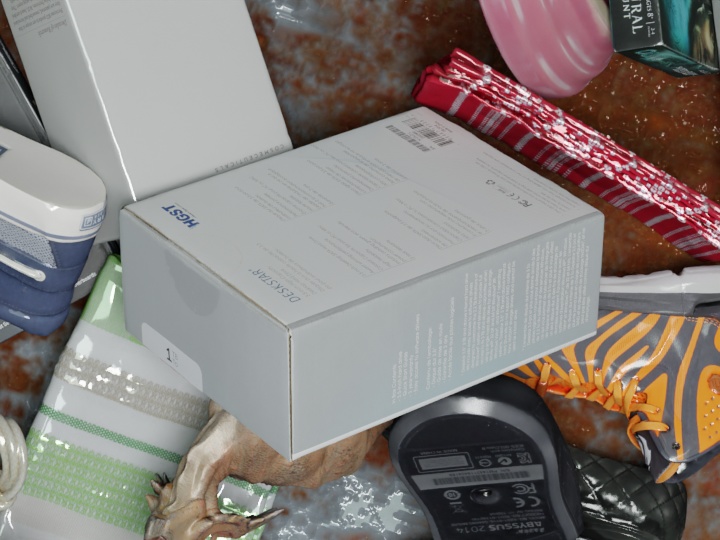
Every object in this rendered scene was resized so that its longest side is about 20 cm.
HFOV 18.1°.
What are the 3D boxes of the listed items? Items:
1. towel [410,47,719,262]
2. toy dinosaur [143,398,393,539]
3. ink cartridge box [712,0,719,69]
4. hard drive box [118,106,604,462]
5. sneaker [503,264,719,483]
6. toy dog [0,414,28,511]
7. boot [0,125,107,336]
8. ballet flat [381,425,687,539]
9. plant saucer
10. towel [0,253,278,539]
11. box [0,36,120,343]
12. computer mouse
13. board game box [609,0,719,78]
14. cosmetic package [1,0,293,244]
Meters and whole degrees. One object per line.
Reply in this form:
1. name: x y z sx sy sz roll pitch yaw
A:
1. towel: 0.118 -0.057 1.214 0.199 0.145 0.023 31 88 -3
2. toy dinosaur: -0.039 0.093 1.225 0.199 0.086 0.136 -6 114 -26
3. ink cartridge box: 0.273 -0.128 1.222 0.146 0.083 0.201 -11 97 -21
4. hard drive box: 0.000 0.000 1.162 0.199 0.156 0.077 -19 125 -31
5. sneaker: 0.136 0.063 1.246 0.199 0.078 0.113 -7 74 0
6. toy dog: -0.246 0.164 1.211 0.096 0.200 0.132 -8 71 -34
7. boot: -0.233 -0.044 1.204 0.200 0.073 0.091 31 122 13
8. ballet flat: 0.093 0.108 1.284 0.199 0.067 0.057 28 50 -3
9. plant saucer: 0.105 -0.191 1.173 0.051 0.200 0.202 -6 96 23
10. towel: -0.113 0.107 1.261 0.149 0.031 0.201 20 98 -20
11. box: -0.254 -0.021 1.261 0.199 0.044 0.161 -28 96 1
12. computer mouse: 0.066 0.111 1.219 0.138 0.200 0.053 -3 51 11
13. board game box: 0.155 -0.208 1.193 0.028 0.135 0.201 -6 87 22
14. cosmetic package: -0.121 -0.125 1.218 0.107 0.085 0.201 -23 96 -30
